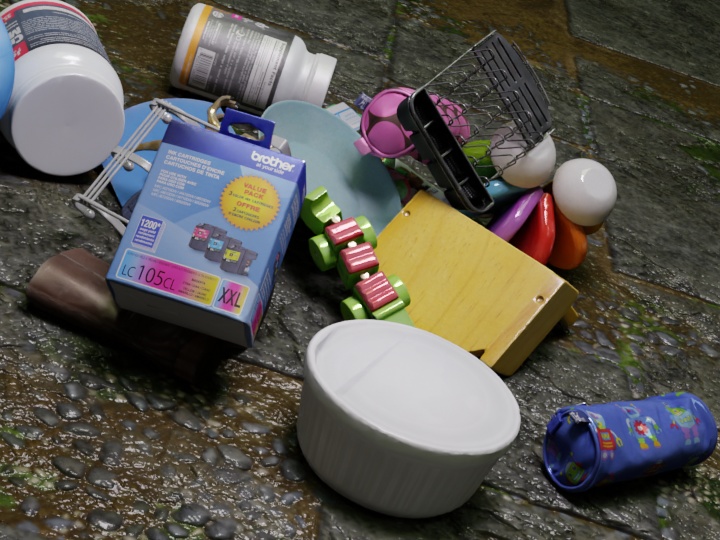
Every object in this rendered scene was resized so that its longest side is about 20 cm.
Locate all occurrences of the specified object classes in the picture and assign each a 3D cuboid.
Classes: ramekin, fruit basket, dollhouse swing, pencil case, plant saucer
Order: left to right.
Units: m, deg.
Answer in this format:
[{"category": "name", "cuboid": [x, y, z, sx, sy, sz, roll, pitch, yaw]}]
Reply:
[{"category": "plant saucer", "cuboid": [-0.043, -0.102, 1.710, 0.201, 0.039, 0.201, 29, 38, -26]}, {"category": "fruit basket", "cuboid": [0.010, -0.121, 1.848, 0.200, 0.094, 0.185, 32, 28, 16]}, {"category": "ramekin", "cuboid": [0.034, 0.136, 1.367, 0.202, 0.094, 0.202, 17, 27, -9]}, {"category": "pencil case", "cuboid": [0.063, -0.166, 1.793, 0.091, 0.094, 0.200, 49, 16, 14]}, {"category": "dollhouse swing", "cuboid": [0.122, 0.036, 1.691, 0.200, 0.176, 0.182, 34, 70, 25]}, {"category": "pencil case", "cuboid": [0.262, 0.164, 1.494, 0.200, 0.078, 0.087, -3, 57, -41]}]

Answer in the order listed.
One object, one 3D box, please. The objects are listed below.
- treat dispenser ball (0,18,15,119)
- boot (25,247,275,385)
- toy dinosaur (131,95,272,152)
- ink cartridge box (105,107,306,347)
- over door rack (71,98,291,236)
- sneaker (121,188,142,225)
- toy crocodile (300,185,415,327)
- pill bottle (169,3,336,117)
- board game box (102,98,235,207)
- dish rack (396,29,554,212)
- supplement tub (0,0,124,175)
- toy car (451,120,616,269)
[{"category": "treat dispenser ball", "cuboid": [-0.455, -0.208, 1.553, 0.201, 0.201, 0.201, 16, 26, -8]}, {"category": "boot", "cuboid": [-0.201, 0.019, 1.464, 0.200, 0.064, 0.186, 23, 28, 15]}, {"category": "toy dinosaur", "cuboid": [-0.162, -0.132, 1.605, 0.200, 0.058, 0.101, 20, 65, 22]}, {"category": "ink cartridge box", "cuboid": [-0.132, -0.048, 1.390, 0.136, 0.076, 0.200, 17, 68, 4]}, {"category": "over door rack", "cuboid": [-0.175, -0.083, 1.519, 0.200, 0.148, 0.067, 22, -22, 37]}, {"category": "sneaker", "cuboid": [-0.167, -0.034, 1.583, 0.200, 0.082, 0.074, 20, 58, 34]}, {"category": "toy crocodile", "cuboid": [0.000, 0.000, 1.583, 0.067, 0.062, 0.200, -23, 69, -16]}, {"category": "pill bottle", "cuboid": [-0.139, -0.264, 1.985, 0.200, 0.116, 0.116, 18, 26, -5]}, {"category": "board game box", "cuboid": [-0.212, -0.116, 1.727, 0.158, 0.039, 0.200, -16, 49, -18]}, {"category": "dish rack", "cuboid": [0.139, -0.172, 1.699, 0.200, 0.153, 0.055, -41, 17, -29]}, {"category": "supplement tub", "cuboid": [-0.344, -0.206, 1.700, 0.140, 0.140, 0.200, 7, 29, -26]}, {"category": "toy car", "cuboid": [0.195, -0.073, 1.837, 0.200, 0.175, 0.150, 31, 65, -11]}]
